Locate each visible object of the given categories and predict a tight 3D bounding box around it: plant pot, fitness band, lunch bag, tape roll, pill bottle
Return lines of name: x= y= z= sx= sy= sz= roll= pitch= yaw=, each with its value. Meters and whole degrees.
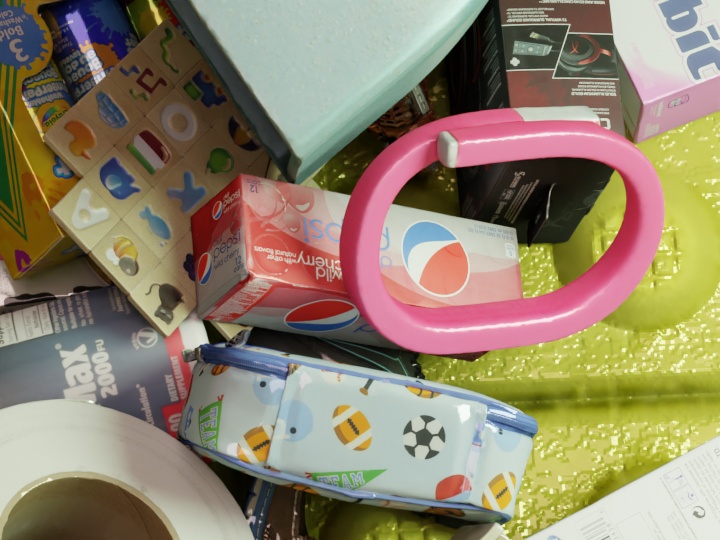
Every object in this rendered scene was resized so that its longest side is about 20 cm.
plant pot: x=-0.012 y=-0.190 z=1.523 sx=0.200 sy=0.196 sz=0.197 roll=-35 pitch=89 yaw=-3
fitness band: x=0.084 y=-0.021 z=1.540 sx=0.199 sy=0.144 sz=0.037 roll=-5 pitch=28 yaw=-23
lunch bag: x=-0.008 y=0.088 z=1.496 sx=0.199 sy=0.160 sz=0.076 roll=15 pitch=88 yaw=-8
tape roll: x=-0.169 y=0.191 z=1.467 sx=0.202 sy=0.139 sz=0.204 roll=14 pitch=51 yaw=-18
pill bottle: x=-0.186 y=0.081 z=1.597 sx=0.199 sy=0.120 sz=0.120 roll=-16 pitch=71 yaw=-6

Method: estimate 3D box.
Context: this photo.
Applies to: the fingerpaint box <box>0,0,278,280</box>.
fingerpaint box: x=-0.152 y=-0.105 z=1.632 sx=0.199 sy=0.073 sz=0.168 roll=-19 pitch=79 yaw=-39

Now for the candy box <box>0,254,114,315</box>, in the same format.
candy box: x=-0.258 y=-0.025 z=1.667 sx=0.199 sy=0.061 sz=0.137 roll=-9 pitch=69 yaw=-4

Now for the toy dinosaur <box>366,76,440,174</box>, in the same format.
toy dinosaur: x=-0.003 y=-0.157 z=1.674 sx=0.102 sy=0.136 sz=0.201 roll=-15 pitch=112 yaw=-22

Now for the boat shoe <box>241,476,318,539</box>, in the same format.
boat shoe: x=-0.046 y=0.191 z=1.590 sx=0.072 sy=0.072 sz=0.201 roll=13 pitch=80 yaw=-1

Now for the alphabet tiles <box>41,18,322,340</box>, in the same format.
alphabet tiles: x=-0.096 y=-0.054 z=1.593 sx=0.167 sy=0.006 sz=0.200 roll=48 pitch=48 yaw=-8

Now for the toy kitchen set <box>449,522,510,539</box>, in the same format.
toy kitchen set: x=0.068 y=0.260 z=1.468 sx=0.180 sy=0.200 sz=0.163 roll=46 pitch=75 yaw=-4

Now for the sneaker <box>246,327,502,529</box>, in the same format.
sneaker: x=0.019 y=0.079 z=1.625 sx=0.200 sy=0.075 sz=0.079 roll=38 pitch=60 yaw=5

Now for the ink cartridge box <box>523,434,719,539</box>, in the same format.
ink cartridge box: x=0.160 y=0.205 z=1.578 sx=0.199 sy=0.076 sz=0.137 roll=-26 pitch=72 yaw=-11

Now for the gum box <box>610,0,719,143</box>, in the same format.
gum box: x=0.191 y=-0.198 z=1.732 sx=0.113 sy=0.066 sz=0.201 roll=-21 pitch=71 yaw=-7

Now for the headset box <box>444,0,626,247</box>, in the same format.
headset box: x=0.105 y=-0.117 z=1.654 sx=0.075 sy=0.149 sz=0.201 roll=-1 pitch=70 yaw=-11

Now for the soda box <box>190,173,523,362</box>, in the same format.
soda box: x=0.000 y=0.000 z=1.587 sx=0.199 sy=0.063 sz=0.070 roll=10 pitch=62 yaw=-32
